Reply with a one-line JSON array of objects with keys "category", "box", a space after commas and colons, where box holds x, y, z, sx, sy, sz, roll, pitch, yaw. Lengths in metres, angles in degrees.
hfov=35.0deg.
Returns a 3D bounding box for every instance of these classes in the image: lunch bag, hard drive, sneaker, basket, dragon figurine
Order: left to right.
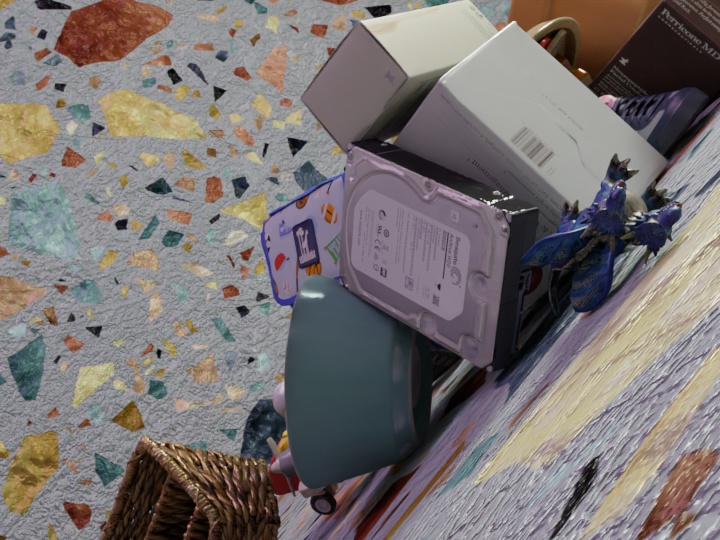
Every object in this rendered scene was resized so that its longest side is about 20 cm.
[{"category": "basket", "box": [-0.187, 0.298, 1.199, 0.200, 0.149, 0.143, -64, 24, 24]}, {"category": "lunch bag", "box": [0.000, 0.000, 1.184, 0.170, 0.200, 0.124, -24, 16, 49]}, {"category": "hard drive", "box": [0.057, -0.017, 0.956, 0.038, 0.200, 0.140, -16, -58, -37]}, {"category": "dragon figurine", "box": [0.152, -0.013, 0.778, 0.099, 0.059, 0.200, -47, -2, -38]}, {"category": "sneaker", "box": [0.261, -0.140, 1.093, 0.070, 0.082, 0.200, -48, -2, -14]}]

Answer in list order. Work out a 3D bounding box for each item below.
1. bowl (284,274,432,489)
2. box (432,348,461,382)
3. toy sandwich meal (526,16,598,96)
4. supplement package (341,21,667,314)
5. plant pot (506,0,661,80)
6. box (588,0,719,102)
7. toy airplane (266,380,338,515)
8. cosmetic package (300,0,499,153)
[{"category": "bowl", "box": [0.006, 0.103, 1.057, 0.201, 0.105, 0.201, 0, -90, -76]}, {"category": "box", "box": [0.061, 0.057, 1.442, 0.200, 0.086, 0.164, 127, 149, -62]}, {"category": "toy sandwich meal", "box": [0.191, -0.169, 1.201, 0.205, 0.070, 0.205, -42, -25, -25]}, {"category": "supplement package", "box": [0.126, -0.073, 1.041, 0.147, 0.191, 0.200, -41, -7, -42]}, {"category": "plant pot", "box": [0.276, -0.283, 1.313, 0.200, 0.140, 0.200, -35, -45, -45]}, {"category": "box", "box": [0.311, -0.208, 1.109, 0.075, 0.100, 0.200, -49, -3, -18]}, {"category": "toy airplane", "box": [-0.033, 0.168, 1.291, 0.199, 0.141, 0.200, -54, 8, -15]}, {"category": "cosmetic package", "box": [0.046, -0.184, 1.064, 0.105, 0.071, 0.200, -47, -12, 35]}]
